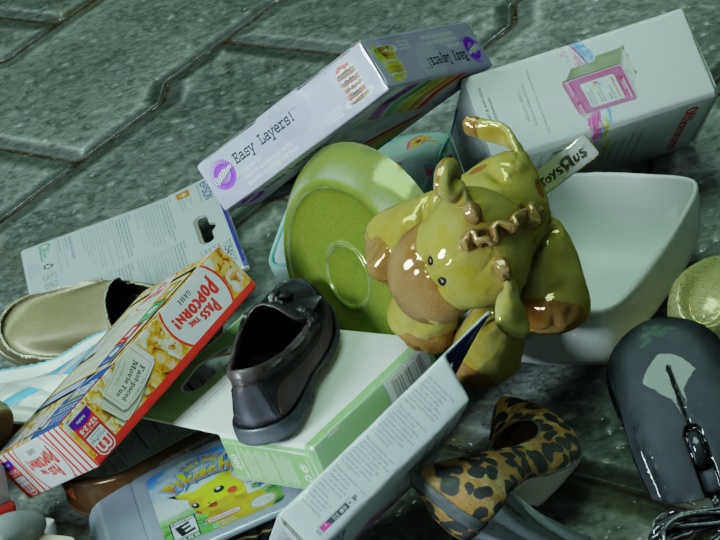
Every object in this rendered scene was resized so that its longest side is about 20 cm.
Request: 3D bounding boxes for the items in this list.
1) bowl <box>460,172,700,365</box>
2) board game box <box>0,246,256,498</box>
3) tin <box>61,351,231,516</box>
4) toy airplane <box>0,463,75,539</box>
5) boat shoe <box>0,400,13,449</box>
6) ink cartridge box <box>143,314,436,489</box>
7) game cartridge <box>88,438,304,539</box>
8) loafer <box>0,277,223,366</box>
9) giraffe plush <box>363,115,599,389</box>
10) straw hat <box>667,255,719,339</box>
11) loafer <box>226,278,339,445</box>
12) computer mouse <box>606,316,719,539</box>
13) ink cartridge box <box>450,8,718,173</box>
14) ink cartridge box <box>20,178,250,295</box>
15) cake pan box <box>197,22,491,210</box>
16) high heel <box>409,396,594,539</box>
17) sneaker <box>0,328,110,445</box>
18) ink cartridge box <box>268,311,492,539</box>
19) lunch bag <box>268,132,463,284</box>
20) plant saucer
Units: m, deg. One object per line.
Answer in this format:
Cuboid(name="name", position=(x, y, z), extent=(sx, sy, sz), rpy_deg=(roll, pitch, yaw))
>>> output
Cuboid(name="bowl", position=(0.160, 0.006, 1.788), extent=(0.200, 0.075, 0.200), rpy_deg=(2, 36, 35))
Cuboid(name="board game box", position=(-0.184, 0.079, 1.764), extent=(0.200, 0.046, 0.151), rpy_deg=(-50, 12, -29))
Cuboid(name="tin", position=(-0.149, 0.129, 1.820), extent=(0.200, 0.042, 0.112), rpy_deg=(-28, 33, -13))
Cuboid(name="toy airplane", position=(-0.320, 0.203, 1.692), extent=(0.200, 0.141, 0.199), rpy_deg=(-25, 28, -8))
Cuboid(name="boat shoe", position=(-0.339, 0.137, 1.797), extent=(0.071, 0.065, 0.200), rpy_deg=(-18, -15, -41))
Cuboid(name="ink cartridge box", position=(-0.057, 0.098, 1.730), extent=(0.200, 0.048, 0.146), rpy_deg=(4, 36, 44))
Cuboid(name="game cartridge", position=(-0.105, 0.176, 1.709), extent=(0.200, 0.041, 0.133), rpy_deg=(-23, 25, -5))
Cuboid(name="loafer", position=(-0.219, 0.039, 1.935), extent=(0.200, 0.067, 0.076), rpy_deg=(-6, 63, 5))
Cuboid(name="giraffe plush", position=(0.083, -0.009, 1.599), extent=(0.200, 0.172, 0.162), rpy_deg=(-56, -6, 17))
Cuboid(name="straw hat", position=(0.264, 0.037, 1.652), extent=(0.201, 0.085, 0.201), rpy_deg=(-16, 29, 9))
Cuboid(name="loafer", position=(-0.061, 0.052, 1.698), extent=(0.072, 0.063, 0.200), rpy_deg=(-12, 27, 15))
Cuboid(name="computer mouse", position=(0.227, 0.099, 1.538), extent=(0.138, 0.053, 0.200), rpy_deg=(-24, 49, 2))
Cuboid(name="ink cartridge box", position=(0.186, -0.132, 1.912), extent=(0.200, 0.085, 0.145), rpy_deg=(-17, -14, -7))
Cuboid(name="ink cartridge box", position=(-0.203, 0.004, 2.063), extent=(0.200, 0.041, 0.200), rpy_deg=(-22, 30, -1))
Cuboid(name="cake pan box", position=(-0.014, -0.125, 1.853), extent=(0.200, 0.052, 0.184), rpy_deg=(-34, -10, 29))
Cuboid(name="high heel", position=(0.083, 0.122, 1.564), extent=(0.071, 0.142, 0.200), rpy_deg=(-53, 25, 20))
Cuboid(name="sneaker", position=(-0.234, 0.110, 1.882), extent=(0.200, 0.077, 0.081), rpy_deg=(-21, 48, -3))
Cuboid(name="ink cartridge box", position=(0.018, 0.131, 1.546), extent=(0.200, 0.043, 0.196), rpy_deg=(-42, -9, -15))
Cuboid(name="lunch bag", position=(0.007, -0.039, 1.963), extent=(0.160, 0.077, 0.200), rpy_deg=(-15, 27, 21))
Cuboid(name="plant saucer", position=(0.000, 0.000, 1.770), extent=(0.031, 0.200, 0.200), rpy_deg=(-23, 24, -37))
